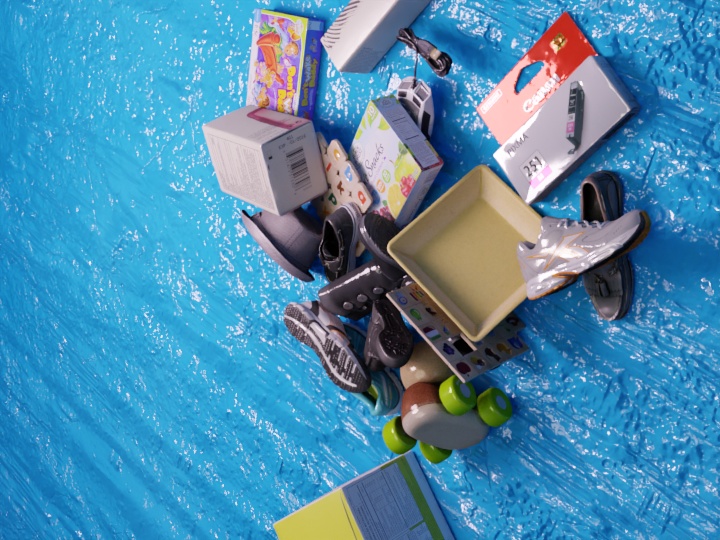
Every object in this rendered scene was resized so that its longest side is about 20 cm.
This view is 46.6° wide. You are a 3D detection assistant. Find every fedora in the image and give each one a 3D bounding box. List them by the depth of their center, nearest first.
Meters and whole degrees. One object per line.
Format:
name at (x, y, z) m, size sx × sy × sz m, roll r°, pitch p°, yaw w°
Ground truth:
fedora at (-0.120, -0.068, 1.453) m, size 0.177 × 0.200 × 0.090 m, roll 44°, pitch 95°, yaw -6°

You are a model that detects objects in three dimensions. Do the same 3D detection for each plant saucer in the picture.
plant saucer at (0.171, -0.021, 1.206) m, size 0.199 × 0.049 × 0.200 m, roll -40°, pitch 65°, yaw -9°

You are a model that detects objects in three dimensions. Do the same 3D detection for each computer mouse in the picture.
computer mouse at (0.087, -0.258, 1.281) m, size 0.109 × 0.043 × 0.204 m, roll 37°, pitch 133°, yaw 36°

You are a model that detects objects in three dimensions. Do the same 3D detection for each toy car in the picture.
toy car at (0.121, 0.170, 1.317) m, size 0.164 × 0.156 × 0.204 m, roll -40°, pitch 44°, yaw 35°

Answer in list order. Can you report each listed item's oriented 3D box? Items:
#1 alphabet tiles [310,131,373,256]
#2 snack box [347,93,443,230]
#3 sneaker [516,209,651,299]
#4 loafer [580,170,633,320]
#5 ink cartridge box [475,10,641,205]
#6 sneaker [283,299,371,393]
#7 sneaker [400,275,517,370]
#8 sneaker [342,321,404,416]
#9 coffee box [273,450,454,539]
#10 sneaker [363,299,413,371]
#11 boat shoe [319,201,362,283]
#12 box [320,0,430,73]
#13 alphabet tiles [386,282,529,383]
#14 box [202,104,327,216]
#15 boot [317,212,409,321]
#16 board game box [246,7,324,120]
alphabet tiles at (-0.037, -0.125, 1.389) m, size 0.203 × 0.014 × 0.196 m, roll 60°, pitch 155°, yaw 10°
snack box at (0.040, -0.152, 1.311) m, size 0.144 × 0.052 × 0.201 m, roll 56°, pitch 147°, yaw 20°
sneaker at (0.275, -0.040, 1.074) m, size 0.199 × 0.075 × 0.094 m, roll -34°, pitch 74°, yaw 41°
loafer at (0.319, -0.030, 1.120) m, size 0.071 × 0.062 × 0.206 m, roll -2°, pitch 97°, yaw 41°
ink cartridge box at (0.257, -0.222, 1.152) m, size 0.200 × 0.043 × 0.176 m, roll -45°, pitch 70°, yaw 37°
sneaker at (-0.041, 0.118, 1.397) m, size 0.200 × 0.079 × 0.074 m, roll 48°, pitch 130°, yaw 24°
sneaker at (0.136, 0.074, 1.254) m, size 0.198 × 0.087 × 0.077 m, roll 31°, pitch 132°, yaw 18°
sneaker at (-0.003, 0.166, 1.432) m, size 0.200 × 0.079 × 0.078 m, roll 47°, pitch 125°, yaw 25°
coffee box at (0.011, 0.453, 1.396) m, size 0.199 × 0.196 × 0.203 m, roll -37°, pitch 74°, yaw 39°
sneaker at (0.040, 0.124, 1.327) m, size 0.201 × 0.058 × 0.106 m, roll -103°, pitch 20°, yaw -61°
boat shoe at (-0.043, -0.038, 1.398) m, size 0.069 × 0.056 × 0.202 m, roll 51°, pitch 151°, yaw 24°
box at (0.030, -0.397, 1.292) m, size 0.200 × 0.081 × 0.069 m, roll -43°, pitch 70°, yaw 36°
alphabet tiles at (0.151, 0.070, 1.196) m, size 0.167 × 0.198 × 0.008 m, roll 48°, pitch 128°, yaw 24°
box at (-0.162, -0.190, 1.412) m, size 0.198 × 0.108 × 0.130 m, roll 25°, pitch 137°, yaw 48°
boot at (0.001, 0.001, 1.357) m, size 0.198 × 0.164 × 0.067 m, roll -26°, pitch 37°, yaw 42°
board game box at (-0.136, -0.346, 1.471) m, size 0.133 × 0.044 × 0.205 m, roll 22°, pitch 112°, yaw 37°
